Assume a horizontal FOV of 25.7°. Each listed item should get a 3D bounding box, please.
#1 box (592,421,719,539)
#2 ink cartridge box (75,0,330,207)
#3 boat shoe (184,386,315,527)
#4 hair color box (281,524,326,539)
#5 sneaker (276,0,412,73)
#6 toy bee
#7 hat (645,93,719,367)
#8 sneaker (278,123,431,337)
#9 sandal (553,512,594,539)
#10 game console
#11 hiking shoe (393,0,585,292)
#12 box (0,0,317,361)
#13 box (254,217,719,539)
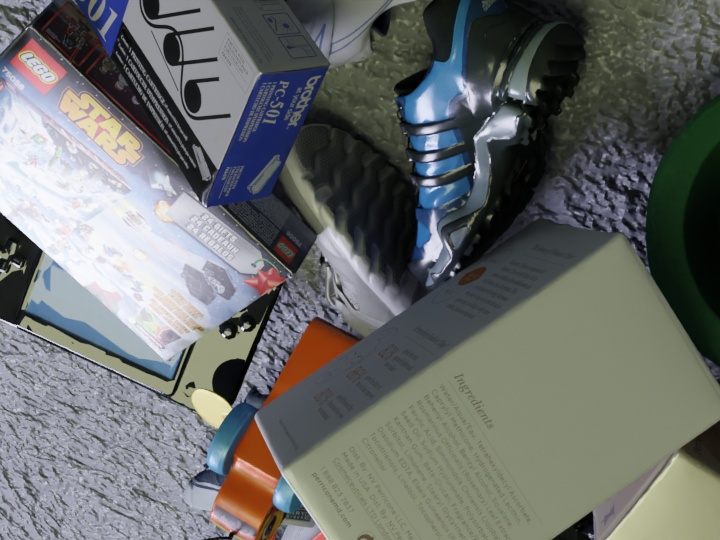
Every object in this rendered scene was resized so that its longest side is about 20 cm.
[{"bbox_3d":[0.227,0.152,0.851,0.200,0.095,0.078,32,114,-7],"label":"box"},{"bbox_3d":[-0.095,-0.137,0.812,0.200,0.044,0.094,57,139,27],"label":"ink cartridge box"},{"bbox_3d":[-0.072,0.134,1.147,0.071,0.091,0.200,12,171,-21],"label":"boat shoe"},{"bbox_3d":[0.014,0.157,1.093,0.061,0.102,0.200,34,139,-8],"label":"hair color box"},{"bbox_3d":[-0.036,-0.129,0.858,0.087,0.075,0.200,14,159,-27],"label":"sneaker"},{"bbox_3d":[-0.066,0.128,1.007,0.131,0.200,0.109,49,168,18],"label":"toy bee"},{"bbox_3d":[0.233,-0.017,0.850,0.200,0.166,0.176,24,-178,13],"label":"hat"},{"bbox_3d":[0.000,0.000,0.963,0.082,0.075,0.200,-14,124,36],"label":"sneaker"},{"bbox_3d":[0.205,0.179,1.008,0.200,0.076,0.048,18,172,2],"label":"sandal"},{"bbox_3d":[-0.156,-0.006,1.001,0.199,0.118,0.171,24,104,5],"label":"game console"},{"bbox_3d":[0.057,-0.074,0.876,0.087,0.074,0.200,36,136,16],"label":"hiking shoe"},{"bbox_3d":[-0.140,-0.048,0.916,0.200,0.040,0.137,44,135,-14],"label":"box"},{"bbox_3d":[0.060,0.073,0.814,0.107,0.200,0.152,57,176,-8],"label":"box"}]
